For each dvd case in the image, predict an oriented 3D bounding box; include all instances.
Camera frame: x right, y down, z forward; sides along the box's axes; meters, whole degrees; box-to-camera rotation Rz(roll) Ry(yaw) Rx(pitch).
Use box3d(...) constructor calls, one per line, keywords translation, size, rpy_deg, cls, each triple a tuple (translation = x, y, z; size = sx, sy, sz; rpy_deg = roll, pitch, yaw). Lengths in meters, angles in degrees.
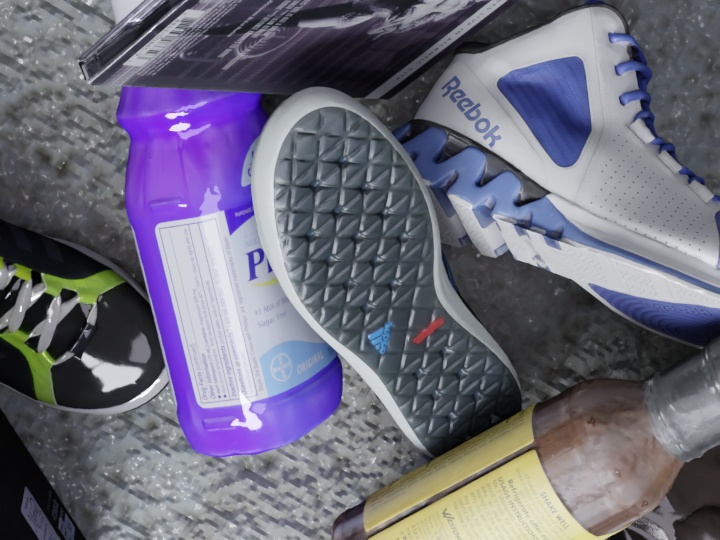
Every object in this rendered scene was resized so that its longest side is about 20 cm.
box3d(translation=(0.003, -0.115, 0.904), size=(0.148, 0.199, 0.016), rpy_deg=(-36, 71, 31), cls="dvd case")

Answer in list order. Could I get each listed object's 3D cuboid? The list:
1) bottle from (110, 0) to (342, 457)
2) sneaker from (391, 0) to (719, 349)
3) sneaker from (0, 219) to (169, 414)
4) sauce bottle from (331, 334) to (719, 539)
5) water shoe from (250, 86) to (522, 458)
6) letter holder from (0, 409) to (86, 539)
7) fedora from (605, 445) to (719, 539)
box3d(translation=(-0.061, -0.025, 0.985), size=(0.065, 0.083, 0.202), rpy_deg=(-7, 102, 26), cls="bottle")
box3d(translation=(0.106, -0.051, 0.974), size=(0.198, 0.081, 0.116), rpy_deg=(24, 77, 21), cls="sneaker")
box3d(translation=(-0.170, 0.008, 0.979), size=(0.199, 0.083, 0.072), rpy_deg=(28, 96, -10), cls="sneaker")
box3d(translation=(0.082, 0.087, 0.955), size=(0.199, 0.065, 0.065), rpy_deg=(-29, 103, 24), cls="sauce bottle")
box3d(translation=(0.000, 0.000, 0.973), size=(0.071, 0.079, 0.201), rpy_deg=(-33, 125, -7), cls="water shoe")
box3d(translation=(-0.193, 0.147, 0.943), size=(0.142, 0.200, 0.101), rpy_deg=(-32, 102, 1), cls="letter holder")
box3d(translation=(0.179, 0.133, 1.029), size=(0.199, 0.090, 0.178), rpy_deg=(24, 86, -3), cls="fedora")
